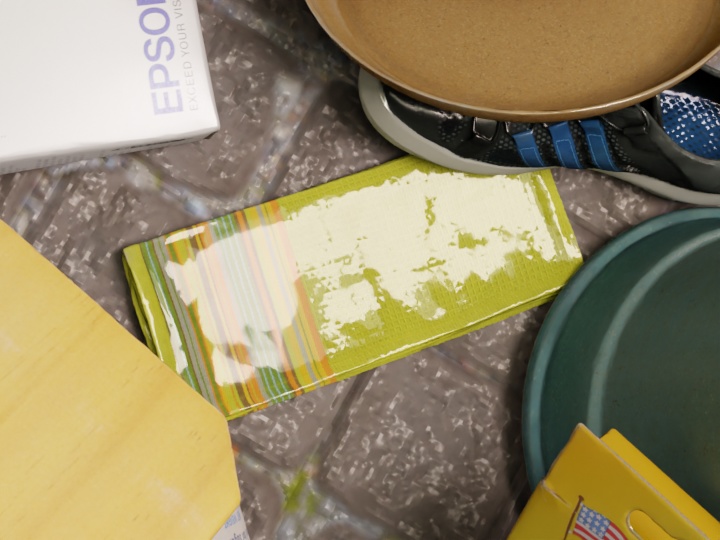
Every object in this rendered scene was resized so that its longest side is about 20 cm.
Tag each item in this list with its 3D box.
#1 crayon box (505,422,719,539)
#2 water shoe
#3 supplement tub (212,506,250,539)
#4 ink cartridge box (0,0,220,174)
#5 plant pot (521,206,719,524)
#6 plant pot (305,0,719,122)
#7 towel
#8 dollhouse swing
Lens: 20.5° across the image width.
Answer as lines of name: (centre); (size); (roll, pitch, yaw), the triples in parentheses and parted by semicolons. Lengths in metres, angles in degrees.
crayon box: (0.107, 0.154, 0.784); (0.127, 0.200, 0.051); (43, 47, 20)
water shoe: (0.100, -0.080, 0.870); (0.200, 0.079, 0.072); (8, 72, -18)
supplement tub: (-0.094, 0.165, 0.784); (0.132, 0.132, 0.200); (-18, 90, -15)
ink cartridge box: (-0.173, -0.138, 0.834); (0.200, 0.041, 0.200); (-10, 88, -14)
plant pot: (0.196, 0.066, 0.820); (0.200, 0.196, 0.200); (1, 87, -18)
plant pot: (0.071, -0.133, 0.855); (0.200, 0.027, 0.200); (-1, 53, 1)
towel: (0.000, 0.000, 0.878); (0.200, 0.018, 0.086); (-20, 91, -15)
dollhouse swing: (-0.174, 0.104, 0.697); (0.200, 0.182, 0.176); (41, 38, -3)
